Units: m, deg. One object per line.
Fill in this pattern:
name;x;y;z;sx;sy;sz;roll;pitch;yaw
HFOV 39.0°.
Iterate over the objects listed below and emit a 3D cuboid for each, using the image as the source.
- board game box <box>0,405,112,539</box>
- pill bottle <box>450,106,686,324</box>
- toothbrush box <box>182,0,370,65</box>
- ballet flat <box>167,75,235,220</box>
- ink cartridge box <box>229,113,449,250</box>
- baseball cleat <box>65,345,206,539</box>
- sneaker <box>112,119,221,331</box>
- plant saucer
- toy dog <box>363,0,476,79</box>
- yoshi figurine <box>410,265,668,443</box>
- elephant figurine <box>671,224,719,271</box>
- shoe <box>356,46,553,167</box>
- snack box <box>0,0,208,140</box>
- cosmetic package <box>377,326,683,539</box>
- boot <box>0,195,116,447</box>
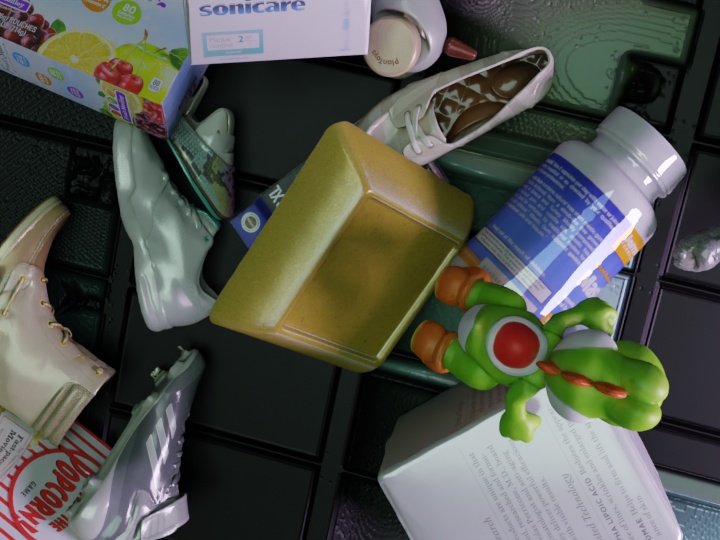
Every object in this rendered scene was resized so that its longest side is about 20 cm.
board game box;-0.307;0.210;0.965;0.199;0.152;0.046;38;132;0
pill bottle;0.180;-0.037;0.868;0.112;0.112;0.200;44;95;0
toothbrush box;-0.074;-0.266;0.818;0.143;0.203;0.086;-5;142;-7
ballet flat;-0.161;-0.145;0.936;0.071;0.069;0.201;-36;89;3
ink cartridge box;-0.023;-0.063;0.941;0.198;0.037;0.095;-35;92;14
baseball cleat;-0.188;0.177;0.963;0.106;0.070;0.202;38;73;-12
sneaker;-0.177;-0.049;0.955;0.087;0.075;0.204;-11;103;-2
plant saucer;0.000;0.000;0.871;0.202;0.198;0.048;-55;47;11
toy dog;0.056;-0.251;0.858;0.094;0.133;0.203;5;125;8
yoshi figurine;0.143;0.068;0.759;0.198;0.111;0.114;23;133;38
elephant figurine;0.364;-0.077;0.837;0.198;0.154;0.144;-25;57;36
shoe;0.079;-0.142;0.880;0.197;0.053;0.071;-27;90;-3
snack box;-0.222;-0.232;0.891;0.197;0.068;0.171;24;68;3
cosmetic package;0.143;0.176;0.883;0.198;0.165;0.167;-30;93;12
boot;-0.295;0.048;0.973;0.154;0.073;0.202;32;80;-6
